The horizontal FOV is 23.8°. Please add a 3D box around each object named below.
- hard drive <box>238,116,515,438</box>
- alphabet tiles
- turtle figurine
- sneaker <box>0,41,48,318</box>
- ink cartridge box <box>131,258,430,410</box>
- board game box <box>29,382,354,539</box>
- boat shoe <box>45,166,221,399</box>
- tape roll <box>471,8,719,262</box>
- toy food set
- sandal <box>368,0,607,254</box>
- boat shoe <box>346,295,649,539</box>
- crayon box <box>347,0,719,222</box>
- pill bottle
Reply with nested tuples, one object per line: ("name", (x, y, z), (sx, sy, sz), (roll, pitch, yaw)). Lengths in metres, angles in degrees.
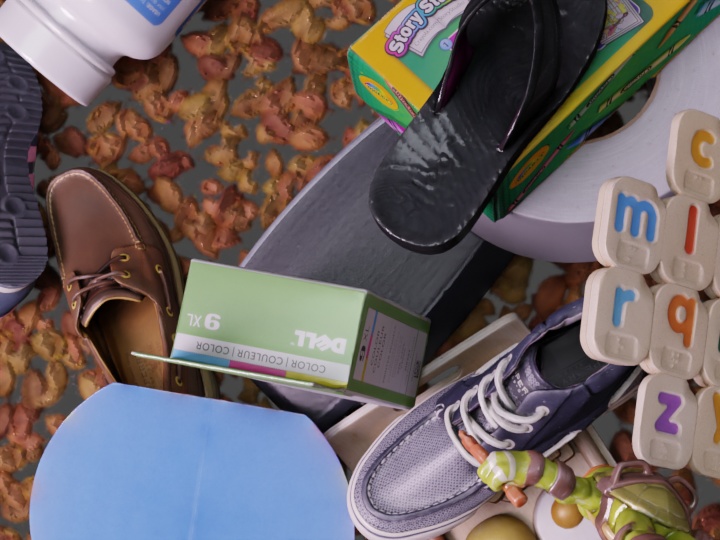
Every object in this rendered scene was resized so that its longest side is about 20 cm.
("hard drive", (0.000, 0.000, 1.067), (0.135, 0.042, 0.200), (43, 93, 19))
("alphabet tiles", (0.204, 0.018, 0.944), (0.015, 0.199, 0.197), (-7, 72, 57))
("turtle figurine", (0.152, 0.137, 0.877), (0.200, 0.161, 0.065), (33, 95, -20))
("sneaker", (-0.253, -0.059, 1.141), (0.070, 0.082, 0.201), (9, 56, -25))
("ink cartridge box", (-0.037, 0.035, 0.943), (0.103, 0.200, 0.060), (10, 86, 18))
("board game box", (-0.101, 0.148, 1.055), (0.199, 0.039, 0.159), (9, 103, 0))
("boat shoe", (-0.152, 0.017, 1.094), (0.072, 0.068, 0.201), (-28, 73, 9))
("tape roll", (0.125, -0.109, 1.018), (0.199, 0.066, 0.201), (-2, 68, 6))
("toy food set", (0.084, 0.144, 1.005), (0.143, 0.060, 0.201), (-34, 73, 8))
("sandal", (0.072, -0.101, 0.897), (0.075, 0.048, 0.201), (24, 76, 14))
("boat shoe", (0.075, 0.079, 0.955), (0.200, 0.093, 0.075), (-35, 72, -5))
("crayon box", (0.105, -0.140, 0.965), (0.200, 0.058, 0.119), (-43, 71, -10))
("pill bottle", (-0.145, -0.209, 1.105), (0.112, 0.112, 0.200), (41, 91, 19))
